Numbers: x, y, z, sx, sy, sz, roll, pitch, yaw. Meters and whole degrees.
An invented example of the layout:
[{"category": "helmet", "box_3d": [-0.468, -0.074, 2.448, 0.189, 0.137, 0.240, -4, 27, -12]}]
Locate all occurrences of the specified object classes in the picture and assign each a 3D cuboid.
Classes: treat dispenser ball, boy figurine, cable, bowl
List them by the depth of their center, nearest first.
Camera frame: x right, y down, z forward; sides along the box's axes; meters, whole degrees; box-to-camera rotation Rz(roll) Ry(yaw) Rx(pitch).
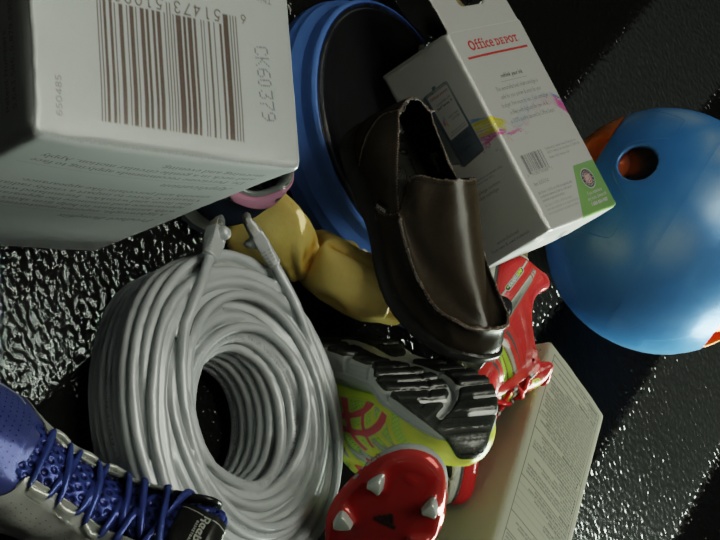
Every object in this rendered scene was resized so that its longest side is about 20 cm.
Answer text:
[{"category": "cable", "box_3d": [-0.088, 0.090, 1.188, 0.201, 0.069, 0.200, 60, 38, -24]}, {"category": "boy figurine", "box_3d": [0.000, 0.000, 1.314, 0.199, 0.124, 0.065, 27, 98, -16]}, {"category": "bowl", "box_3d": [0.010, -0.102, 1.418, 0.200, 0.039, 0.203, 23, 61, -49]}, {"category": "treat dispenser ball", "box_3d": [0.251, -0.032, 1.591, 0.200, 0.200, 0.203, 24, 60, -49]}]

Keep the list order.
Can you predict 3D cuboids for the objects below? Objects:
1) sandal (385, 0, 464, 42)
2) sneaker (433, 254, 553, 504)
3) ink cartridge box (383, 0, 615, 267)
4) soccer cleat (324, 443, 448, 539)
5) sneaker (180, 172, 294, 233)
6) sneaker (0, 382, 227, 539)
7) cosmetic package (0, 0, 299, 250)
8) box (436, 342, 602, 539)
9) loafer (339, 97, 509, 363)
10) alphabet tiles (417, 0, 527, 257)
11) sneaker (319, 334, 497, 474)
[{"category": "sandal", "box_3d": [0.032, -0.257, 1.497, 0.200, 0.045, 0.075, 53, 40, -29]}, {"category": "sneaker", "box_3d": [0.097, 0.077, 1.397, 0.084, 0.077, 0.202, 20, 69, -15]}, {"category": "ink cartridge box", "box_3d": [0.093, -0.113, 1.413, 0.117, 0.067, 0.201, -19, 80, -56]}, {"category": "soccer cleat", "box_3d": [0.008, 0.172, 1.222, 0.068, 0.201, 0.085, 20, 36, 1]}, {"category": "sneaker", "box_3d": [-0.116, -0.111, 1.202, 0.200, 0.082, 0.071, 48, 45, -30]}, {"category": "sneaker", "box_3d": [-0.137, 0.132, 1.061, 0.200, 0.114, 0.081, 54, 39, -28]}, {"category": "cosmetic package", "box_3d": [-0.158, -0.115, 1.021, 0.164, 0.199, 0.167, 5, 75, -41]}, {"category": "box", "box_3d": [0.109, 0.162, 1.432, 0.095, 0.077, 0.201, 53, 41, -30]}, {"category": "loafer", "box_3d": [0.045, -0.031, 1.259, 0.072, 0.071, 0.201, -2, 55, -38]}, {"category": "alphabet tiles", "box_3d": [0.089, -0.102, 1.490, 0.167, 0.007, 0.202, 39, 48, -42]}, {"category": "sneaker", "box_3d": [0.027, 0.103, 1.256, 0.077, 0.200, 0.091, 0, 101, -25]}]
